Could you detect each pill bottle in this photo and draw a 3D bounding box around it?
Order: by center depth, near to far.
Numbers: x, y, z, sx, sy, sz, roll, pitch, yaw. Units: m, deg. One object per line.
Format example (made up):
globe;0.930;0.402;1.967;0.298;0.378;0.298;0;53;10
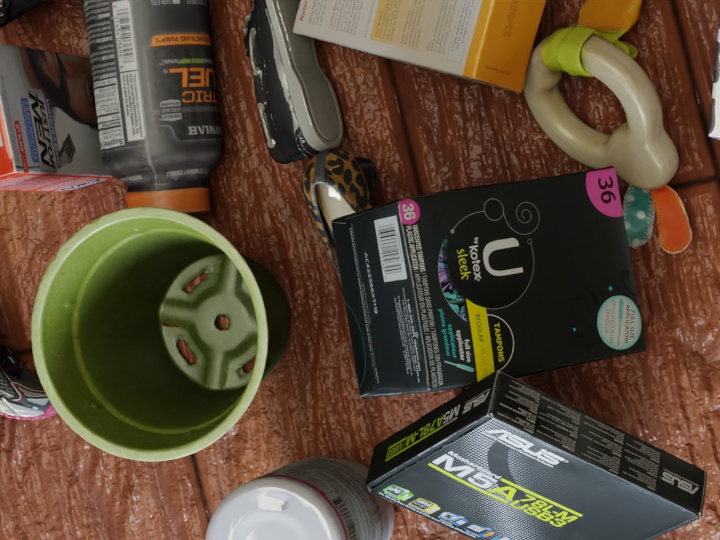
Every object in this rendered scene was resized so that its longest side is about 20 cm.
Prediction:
pill bottle;-0.042;0.213;1.673;0.113;0.200;0.114;0;92;15
pill bottle;-0.173;-0.143;1.756;0.106;0.106;0.201;-6;91;15

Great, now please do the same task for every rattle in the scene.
rattle;0.229;-0.131;1.685;0.200;0.143;0.130;47;132;-8

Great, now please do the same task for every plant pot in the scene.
plant pot;-0.144;0.048;1.710;0.199;0.190;0.201;0;91;15

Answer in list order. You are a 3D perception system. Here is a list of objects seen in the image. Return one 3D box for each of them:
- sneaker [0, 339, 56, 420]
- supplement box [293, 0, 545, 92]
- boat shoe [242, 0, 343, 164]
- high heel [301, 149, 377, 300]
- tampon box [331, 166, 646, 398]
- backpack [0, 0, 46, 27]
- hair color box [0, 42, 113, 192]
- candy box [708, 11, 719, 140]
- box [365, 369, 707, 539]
sneaker;-0.344;0.063;1.823;0.200;0.081;0.075;36;98;12
supplement box;0.052;-0.229;1.672;0.200;0.073;0.126;20;98;38
boat shoe;-0.070;-0.189;1.746;0.060;0.074;0.201;-19;83;29
high heel;0.000;0.000;1.692;0.071;0.143;0.201;-16;87;15
tampon box;0.101;0.010;1.625;0.199;0.126;0.150;-10;90;-25
backpack;-0.316;-0.328;1.782;0.163;0.154;0.200;-28;106;17
hair color box;-0.280;-0.126;1.736;0.064;0.200;0.111;-13;88;16
candy box;0.368;-0.195;1.622;0.167;0.072;0.201;6;93;15
box;0.134;0.164;1.611;0.200;0.193;0.048;27;59;-19
